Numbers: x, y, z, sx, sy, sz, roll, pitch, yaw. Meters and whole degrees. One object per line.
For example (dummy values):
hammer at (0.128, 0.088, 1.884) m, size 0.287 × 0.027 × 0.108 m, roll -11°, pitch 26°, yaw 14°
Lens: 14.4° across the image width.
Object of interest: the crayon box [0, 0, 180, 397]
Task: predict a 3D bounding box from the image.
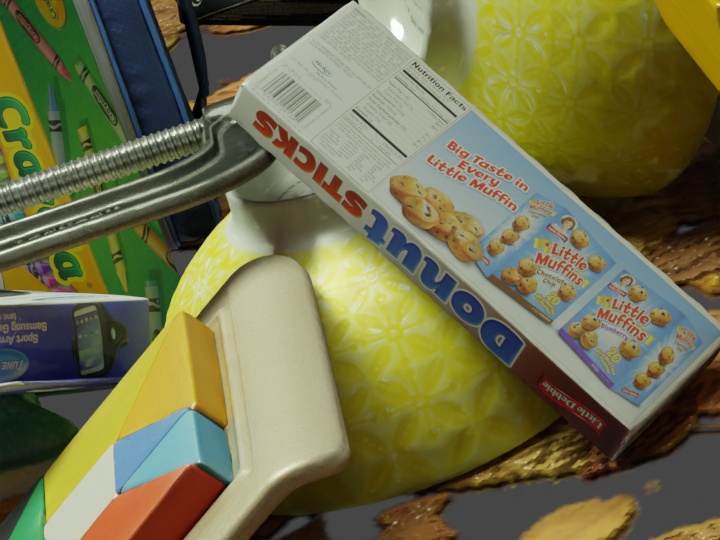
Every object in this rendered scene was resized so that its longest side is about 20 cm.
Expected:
crayon box at (-0.165, -0.042, 1.272) m, size 0.118 × 0.201 × 0.058 m, roll -7°, pitch 25°, yaw 29°

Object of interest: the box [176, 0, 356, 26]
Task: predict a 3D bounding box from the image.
box at (0.017, -0.177, 1.453) m, size 0.141 × 0.079 × 0.200 m, roll -11°, pitch -3°, yaw 37°

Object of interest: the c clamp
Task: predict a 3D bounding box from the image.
c clamp at (-0.107, -0.033, 1.154) m, size 0.199 × 0.027 × 0.171 m, roll -20°, pitch 18°, yaw -5°

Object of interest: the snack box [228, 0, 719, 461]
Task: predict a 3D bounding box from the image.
snack box at (0.045, -0.018, 1.094) m, size 0.072 × 0.200 × 0.024 m, roll -39°, pitch -13°, yaw -39°

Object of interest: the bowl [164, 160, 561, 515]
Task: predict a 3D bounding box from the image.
bowl at (0.000, 0.000, 1.163) m, size 0.199 × 0.108 × 0.200 m, roll -17°, pitch 23°, yaw 7°

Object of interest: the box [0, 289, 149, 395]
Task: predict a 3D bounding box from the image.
box at (-0.179, 0.028, 1.165) m, size 0.119 × 0.042 × 0.200 m, roll -3°, pitch 1°, yaw -45°

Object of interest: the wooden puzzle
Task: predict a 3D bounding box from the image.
wooden puzzle at (-0.090, 0.091, 1.036) m, size 0.200 × 0.037 × 0.185 m, roll -45°, pitch 20°, yaw 12°

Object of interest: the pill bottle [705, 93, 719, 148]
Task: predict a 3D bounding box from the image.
pill bottle at (0.232, -0.135, 1.258) m, size 0.199 × 0.115 × 0.114 m, roll -27°, pitch 24°, yaw -16°

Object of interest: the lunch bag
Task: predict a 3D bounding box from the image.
lunch bag at (-0.141, -0.101, 1.384) m, size 0.132 × 0.201 × 0.136 m, roll -19°, pitch 18°, yaw -4°

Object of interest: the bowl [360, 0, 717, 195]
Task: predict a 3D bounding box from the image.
bowl at (0.062, -0.124, 1.218) m, size 0.107 × 0.201 × 0.200 m, roll -9°, pitch 18°, yaw -21°

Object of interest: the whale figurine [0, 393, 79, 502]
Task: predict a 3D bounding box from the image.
whale figurine at (-0.216, 0.085, 1.160) m, size 0.199 × 0.104 × 0.159 m, roll -25°, pitch 23°, yaw -17°

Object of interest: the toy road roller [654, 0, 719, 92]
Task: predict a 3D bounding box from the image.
toy road roller at (0.198, -0.068, 1.073) m, size 0.122 × 0.146 × 0.200 m, roll -20°, pitch 38°, yaw -5°

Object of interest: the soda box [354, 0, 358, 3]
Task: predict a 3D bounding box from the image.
soda box at (0.016, -0.070, 1.351) m, size 0.064 × 0.068 × 0.200 m, roll -13°, pitch 24°, yaw 18°
